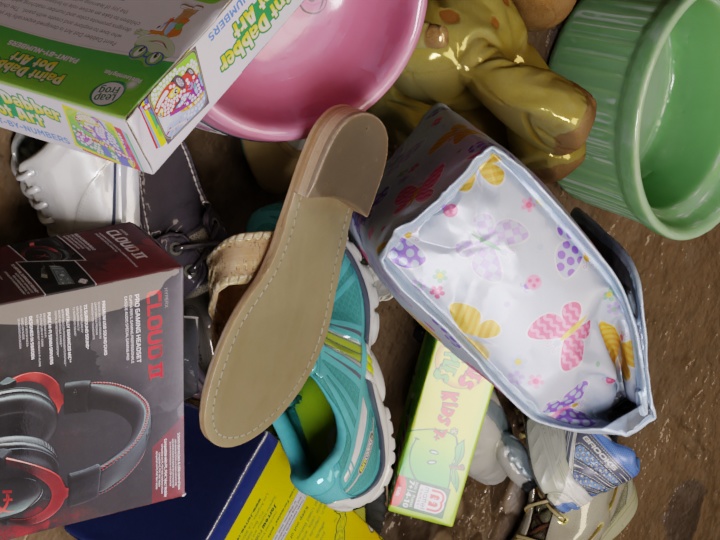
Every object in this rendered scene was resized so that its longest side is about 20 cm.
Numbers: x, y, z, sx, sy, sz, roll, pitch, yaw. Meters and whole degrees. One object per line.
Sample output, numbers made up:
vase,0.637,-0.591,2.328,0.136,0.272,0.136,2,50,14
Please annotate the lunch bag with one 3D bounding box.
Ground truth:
lunch bag,0.096,0.006,1.474,0.127,0.170,0.200,-41,105,1

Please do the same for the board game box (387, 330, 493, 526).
board game box,0.067,0.063,1.628,0.102,0.048,0.200,-91,-164,-79

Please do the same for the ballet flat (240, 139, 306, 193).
ballet flat,-0.045,-0.133,1.481,0.069,0.063,0.200,-38,131,-42

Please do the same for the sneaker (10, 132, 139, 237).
sneaker,-0.167,-0.056,1.366,0.071,0.073,0.200,-4,112,-22

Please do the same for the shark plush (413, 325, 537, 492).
shark plush,0.066,0.082,1.736,0.200,0.091,0.083,60,31,-25

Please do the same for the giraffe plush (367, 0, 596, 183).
giraffe plush,0.079,-0.169,1.571,0.200,0.172,0.162,34,64,-26

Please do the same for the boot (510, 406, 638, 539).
boot,0.146,0.172,1.838,0.200,0.072,0.155,-45,136,-39

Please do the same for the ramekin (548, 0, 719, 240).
ramekin,0.224,-0.130,1.795,0.200,0.098,0.200,-24,122,-46

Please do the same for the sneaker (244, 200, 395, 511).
sneaker,-0.030,0.048,1.450,0.080,0.077,0.200,12,58,-59

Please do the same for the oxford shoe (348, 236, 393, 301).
oxford shoe,0.000,0.000,1.585,0.200,0.075,0.058,-35,128,-45

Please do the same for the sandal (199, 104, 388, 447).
sandal,-0.056,-0.003,1.401,0.078,0.070,0.212,25,89,-48

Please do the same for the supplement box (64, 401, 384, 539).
supplement box,-0.077,0.176,1.524,0.110,0.109,0.200,-61,142,-16

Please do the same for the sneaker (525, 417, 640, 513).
sneaker,0.165,0.079,1.757,0.077,0.085,0.200,42,34,-56

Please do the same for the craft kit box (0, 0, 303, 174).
craft kit box,-0.129,-0.152,1.255,0.198,0.200,0.049,-49,138,-27

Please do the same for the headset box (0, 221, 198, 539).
headset box,-0.182,0.064,1.317,0.200,0.075,0.149,-11,118,-27

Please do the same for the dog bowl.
dog bowl,-0.049,-0.165,1.390,0.200,0.074,0.200,-9,114,-21

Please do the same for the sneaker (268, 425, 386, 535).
sneaker,-0.028,0.114,1.611,0.076,0.075,0.200,-15,129,-9

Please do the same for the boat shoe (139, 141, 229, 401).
boat shoe,-0.104,-0.004,1.454,0.072,0.065,0.200,-32,126,-38
